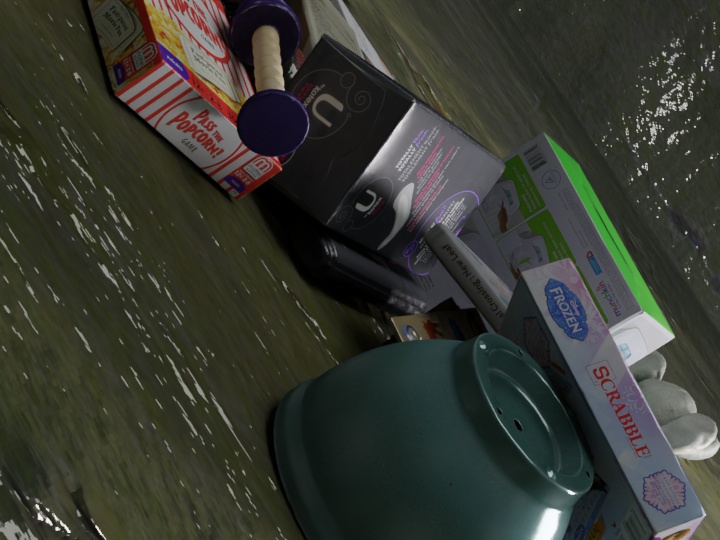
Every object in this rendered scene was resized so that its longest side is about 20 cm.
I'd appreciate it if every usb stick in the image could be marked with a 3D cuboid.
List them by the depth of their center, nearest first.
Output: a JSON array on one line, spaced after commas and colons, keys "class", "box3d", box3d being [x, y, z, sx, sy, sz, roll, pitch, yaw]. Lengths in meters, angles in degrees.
[{"class": "usb stick", "box3d": [0.000, 0.000, 1.609, 0.055, 0.033, 0.200, 61, 15, 23]}]

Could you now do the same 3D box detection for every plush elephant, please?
[{"class": "plush elephant", "box3d": [0.258, 0.163, 1.849, 0.200, 0.155, 0.165, 45, 18, -40]}]

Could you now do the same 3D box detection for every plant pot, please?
[{"class": "plant pot", "box3d": [0.062, 0.123, 1.271, 0.200, 0.134, 0.200, 43, 25, -25]}]

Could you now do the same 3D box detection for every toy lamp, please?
[{"class": "toy lamp", "box3d": [-0.069, -0.151, 1.482, 0.058, 0.058, 0.200, 49, 18, -27]}]

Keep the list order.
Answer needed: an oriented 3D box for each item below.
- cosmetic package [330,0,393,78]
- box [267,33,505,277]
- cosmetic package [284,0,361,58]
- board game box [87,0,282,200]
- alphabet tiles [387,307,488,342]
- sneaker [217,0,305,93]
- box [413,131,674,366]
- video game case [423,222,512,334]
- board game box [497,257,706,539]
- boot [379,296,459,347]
[{"class": "cosmetic package", "box3d": [0.009, -0.157, 1.923, 0.151, 0.052, 0.200, 55, 10, -47]}, {"class": "box", "box3d": [0.012, -0.088, 1.603, 0.106, 0.122, 0.200, 38, 5, 26]}, {"class": "cosmetic package", "box3d": [-0.047, -0.177, 1.767, 0.105, 0.071, 0.200, 48, 16, -31]}, {"class": "board game box", "box3d": [-0.140, -0.166, 1.483, 0.151, 0.046, 0.200, 42, 20, -47]}, {"class": "alphabet tiles", "box3d": [0.089, 0.105, 1.505, 0.200, 0.006, 0.167, -4, 65, -58]}, {"class": "sneaker", "box3d": [-0.095, -0.203, 1.627, 0.098, 0.071, 0.201, 76, -11, -56]}, {"class": "box", "box3d": [0.146, 0.013, 1.772, 0.097, 0.176, 0.200, 32, 27, -58]}, {"class": "video game case", "box3d": [0.134, 0.060, 1.569, 0.182, 0.022, 0.200, 53, 5, 24]}, {"class": "board game box", "box3d": [0.147, 0.126, 1.366, 0.200, 0.041, 0.200, 106, -37, -59]}, {"class": "boot", "box3d": [0.086, 0.133, 1.550, 0.200, 0.066, 0.175, 54, 26, -4]}]
